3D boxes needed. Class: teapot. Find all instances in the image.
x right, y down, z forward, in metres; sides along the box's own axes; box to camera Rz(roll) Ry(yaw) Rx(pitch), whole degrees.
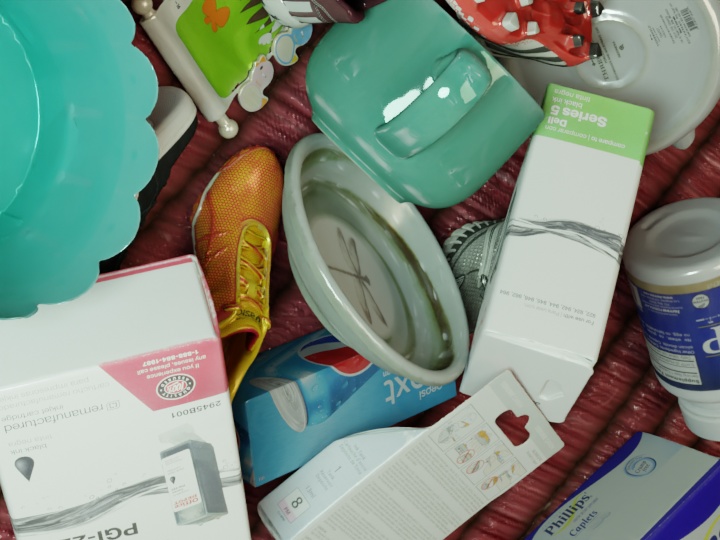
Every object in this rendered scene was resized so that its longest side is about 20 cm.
[{"bbox_3d":[0.196,-0.194,1.280,0.146,0.197,0.200,-66,174,-60],"label":"teapot"}]

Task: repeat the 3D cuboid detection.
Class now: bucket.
[{"bbox_3d":[-0.227,-0.080,0.910,0.207,0.135,0.208,-7,101,-38],"label":"bucket"}]

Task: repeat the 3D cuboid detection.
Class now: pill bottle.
[{"bbox_3d":[0.311,0.048,1.466,0.120,0.120,0.200,-40,125,-28],"label":"pill bottle"}]

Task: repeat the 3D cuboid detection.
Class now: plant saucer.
[{"bbox_3d":[0.000,0.000,1.164,0.200,0.050,0.200,44,28,-30],"label":"plant saucer"}]

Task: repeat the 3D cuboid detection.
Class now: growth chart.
[{"bbox_3d":[-0.071,-0.202,1.116,0.145,0.018,0.200,45,71,-41],"label":"growth chart"}]

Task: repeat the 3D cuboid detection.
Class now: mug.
[{"bbox_3d":[0.030,-0.120,1.125,0.114,0.152,0.185,-46,158,5],"label":"mug"}]

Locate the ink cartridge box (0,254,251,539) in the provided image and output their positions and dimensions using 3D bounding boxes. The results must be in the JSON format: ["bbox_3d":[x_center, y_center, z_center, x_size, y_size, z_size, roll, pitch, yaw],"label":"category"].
[{"bbox_3d":[-0.150,0.104,1.009,0.145,0.085,0.200,-13,133,-10],"label":"ink cartridge box"}]

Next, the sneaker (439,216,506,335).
[{"bbox_3d":[0.130,-0.011,1.307,0.200,0.082,0.078,-37,125,-29],"label":"sneaker"}]

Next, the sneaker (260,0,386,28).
[{"bbox_3d":[0.016,-0.248,1.089,0.076,0.115,0.201,22,88,-45],"label":"sneaker"}]

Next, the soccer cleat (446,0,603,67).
[{"bbox_3d":[0.093,-0.180,1.133,0.200,0.085,0.069,11,80,-54],"label":"soccer cleat"}]

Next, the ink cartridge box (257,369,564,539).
[{"bbox_3d":[0.040,0.150,1.210,0.200,0.057,0.163,-42,147,-1],"label":"ink cartridge box"}]

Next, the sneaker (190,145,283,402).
[{"bbox_3d":[-0.083,0.013,1.118,0.073,0.077,0.201,21,80,-43],"label":"sneaker"}]

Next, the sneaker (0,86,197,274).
[{"bbox_3d":[-0.164,-0.017,1.047,0.200,0.073,0.112,-45,131,-15],"label":"sneaker"}]

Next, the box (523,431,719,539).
[{"bbox_3d":[0.255,0.284,1.486,0.184,0.105,0.200,-37,123,-31],"label":"box"}]

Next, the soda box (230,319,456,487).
[{"bbox_3d":[-0.023,0.086,1.204,0.200,0.064,0.068,-21,115,-38],"label":"soda box"}]

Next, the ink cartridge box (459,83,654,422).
[{"bbox_3d":[0.141,-0.010,1.197,0.146,0.084,0.201,98,9,-68],"label":"ink cartridge box"}]
